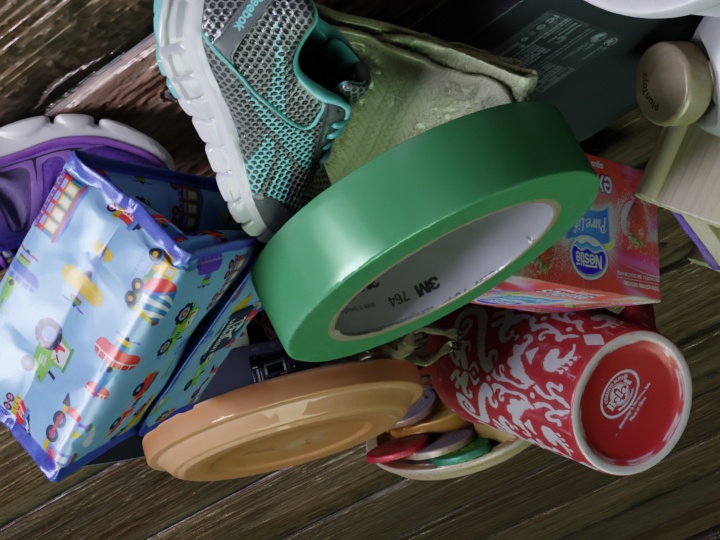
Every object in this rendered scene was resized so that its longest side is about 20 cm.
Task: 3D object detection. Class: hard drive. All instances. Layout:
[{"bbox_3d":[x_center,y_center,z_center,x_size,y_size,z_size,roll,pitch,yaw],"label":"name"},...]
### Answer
[{"bbox_3d":[-0.123,0.094,1.128,0.198,0.043,0.135,-12,165,-6],"label":"hard drive"},{"bbox_3d":[0.121,-0.132,0.958,0.139,0.033,0.199,-33,154,34],"label":"hard drive"}]

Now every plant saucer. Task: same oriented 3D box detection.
[{"bbox_3d":[-0.051,0.109,1.106,0.198,0.033,0.200,-14,164,-4],"label":"plant saucer"}]

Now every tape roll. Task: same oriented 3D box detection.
[{"bbox_3d":[0.037,-0.018,0.898,0.199,0.048,0.201,-27,165,-8],"label":"tape roll"}]

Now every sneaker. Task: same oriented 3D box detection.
[{"bbox_3d":[-0.197,-0.030,0.885,0.198,0.084,0.081,-10,158,-23],"label":"sneaker"},{"bbox_3d":[-0.035,-0.081,0.820,0.090,0.078,0.201,-5,148,14],"label":"sneaker"}]

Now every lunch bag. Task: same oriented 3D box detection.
[{"bbox_3d":[-0.113,0.021,0.918,0.151,0.094,0.199,-57,160,17],"label":"lunch bag"}]

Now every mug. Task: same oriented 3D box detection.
[{"bbox_3d":[0.155,0.057,1.229,0.132,0.180,0.200,1,-170,-25],"label":"mug"}]

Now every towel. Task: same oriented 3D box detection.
[{"bbox_3d":[0.002,-0.080,0.918,0.147,0.037,0.200,15,152,-11],"label":"towel"}]

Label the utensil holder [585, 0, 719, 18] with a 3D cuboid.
[{"bbox_3d":[0.190,-0.190,0.686,0.198,0.172,0.170,-4,156,-39],"label":"utensil holder"}]

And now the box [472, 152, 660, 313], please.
[{"bbox_3d":[0.114,-0.028,1.093,0.102,0.096,0.199,-7,170,38],"label":"box"}]

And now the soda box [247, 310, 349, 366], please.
[{"bbox_3d":[-0.058,0.059,1.249,0.199,0.064,0.071,4,151,-44],"label":"soda box"}]

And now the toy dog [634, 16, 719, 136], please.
[{"bbox_3d":[0.239,-0.134,0.900,0.131,0.097,0.201,-21,149,-18],"label":"toy dog"}]

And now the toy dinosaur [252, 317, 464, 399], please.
[{"bbox_3d":[0.009,0.057,1.196,0.199,0.059,0.101,-5,-166,-45],"label":"toy dinosaur"}]

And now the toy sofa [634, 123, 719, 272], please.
[{"bbox_3d":[0.239,-0.059,1.103,0.097,0.084,0.200,23,177,25],"label":"toy sofa"}]

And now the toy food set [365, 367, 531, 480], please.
[{"bbox_3d":[0.091,0.124,1.435,0.196,0.049,0.200,-23,-160,-5],"label":"toy food set"}]

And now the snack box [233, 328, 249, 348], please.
[{"bbox_3d":[-0.149,0.050,1.103,0.071,0.025,0.199,-9,180,-28],"label":"snack box"}]
